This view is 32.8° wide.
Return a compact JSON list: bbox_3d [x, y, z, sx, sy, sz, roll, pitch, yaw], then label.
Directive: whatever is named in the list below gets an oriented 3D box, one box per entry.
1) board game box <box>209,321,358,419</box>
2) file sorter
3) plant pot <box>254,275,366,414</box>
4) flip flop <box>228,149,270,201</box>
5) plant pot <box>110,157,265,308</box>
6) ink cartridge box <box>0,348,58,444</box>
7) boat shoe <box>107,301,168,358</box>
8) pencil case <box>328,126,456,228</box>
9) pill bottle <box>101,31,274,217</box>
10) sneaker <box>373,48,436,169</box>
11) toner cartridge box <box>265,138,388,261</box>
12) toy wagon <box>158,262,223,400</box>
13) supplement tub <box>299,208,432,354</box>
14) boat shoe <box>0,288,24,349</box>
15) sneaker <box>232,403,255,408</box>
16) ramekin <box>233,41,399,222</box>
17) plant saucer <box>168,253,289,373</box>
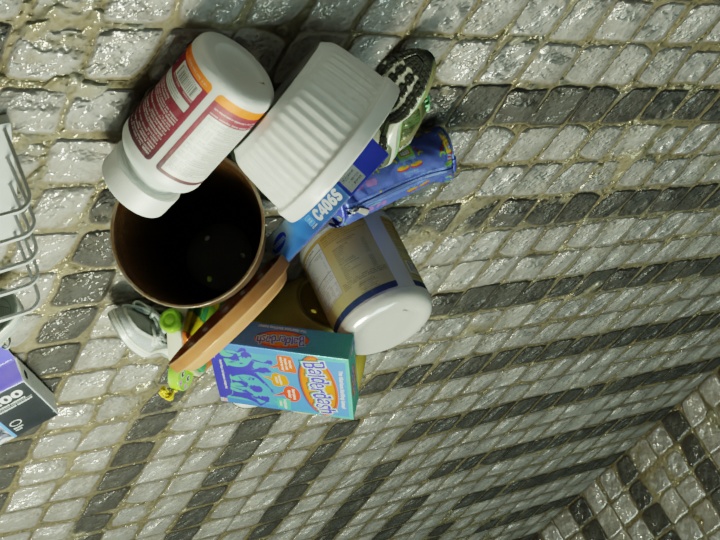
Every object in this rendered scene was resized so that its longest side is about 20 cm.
[{"bbox_3d":[-0.104,0.136,1.687,0.197,0.045,0.153,6,142,9],"label":"board game box"},{"bbox_3d":[-0.423,-0.042,1.313,0.137,0.125,0.201,-18,151,-22],"label":"file sorter"},{"bbox_3d":[-0.069,0.088,1.807,0.198,0.201,0.143,-11,145,-32],"label":"plant pot"},{"bbox_3d":[-0.114,-0.129,1.538,0.080,0.058,0.200,-30,153,2],"label":"flip flop"},{"bbox_3d":[-0.194,-0.035,1.522,0.185,0.189,0.200,-29,170,0],"label":"plant pot"},{"bbox_3d":[-0.543,0.196,1.698,0.196,0.044,0.201,-27,152,-5],"label":"ink cartridge box"},{"bbox_3d":[-0.281,0.078,1.706,0.065,0.075,0.202,-40,156,9],"label":"boat shoe"},{"bbox_3d":[0.038,-0.128,1.660,0.198,0.087,0.079,-23,137,-15],"label":"pencil case"},{"bbox_3d":[-0.194,-0.157,1.353,0.200,0.110,0.109,-43,150,26],"label":"pill bottle"},{"bbox_3d":[0.060,-0.217,1.562,0.088,0.077,0.201,-27,162,-34],"label":"sneaker"},{"bbox_3d":[-0.046,-0.088,1.546,0.095,0.043,0.200,-48,-177,-38],"label":"toner cartridge box"},{"bbox_3d":[-0.226,0.084,1.678,0.039,0.203,0.155,8,160,19],"label":"toy wagon"},{"bbox_3d":[0.000,0.000,1.712,0.143,0.202,0.145,-21,152,-12],"label":"supplement tub"},{"bbox_3d":[-0.491,0.087,1.533,0.201,0.075,0.065,-35,159,20],"label":"boat shoe"},{"bbox_3d":[-0.122,0.172,2.040,0.198,0.076,0.088,-11,142,-32],"label":"sneaker"},{"bbox_3d":[-0.057,-0.165,1.394,0.201,0.105,0.200,-49,-169,13],"label":"ramekin"},{"bbox_3d":[-0.162,0.059,1.548,0.200,0.032,0.200,-44,-174,6],"label":"plant saucer"}]
